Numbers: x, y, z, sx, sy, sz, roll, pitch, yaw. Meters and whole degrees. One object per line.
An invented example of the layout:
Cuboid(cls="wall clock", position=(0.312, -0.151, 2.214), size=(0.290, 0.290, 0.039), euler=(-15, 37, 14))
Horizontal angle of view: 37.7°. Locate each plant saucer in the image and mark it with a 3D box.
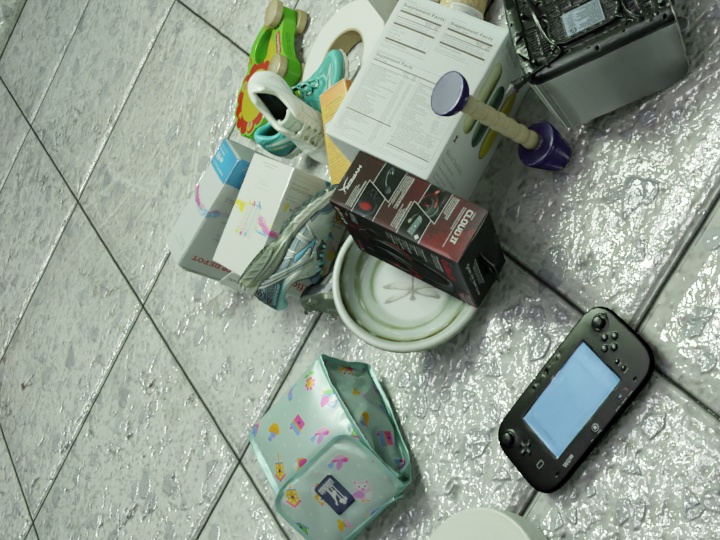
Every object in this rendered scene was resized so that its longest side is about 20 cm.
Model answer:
Cuboid(cls="plant saucer", position=(0.065, 0.014, 1.333), size=(0.198, 0.050, 0.202), euler=(-5, 66, 12))

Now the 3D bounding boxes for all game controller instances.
Cuboid(cls="game controller", position=(0.227, 0.138, 1.120), size=(0.201, 0.042, 0.105), euler=(-56, 39, 18))

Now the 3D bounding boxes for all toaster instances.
Cuboid(cls="toaster", position=(0.256, -0.278, 1.184), size=(0.199, 0.119, 0.182), euler=(-23, 54, 22))

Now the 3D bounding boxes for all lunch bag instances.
Cuboid(cls="lunch bag", position=(-0.032, 0.237, 1.337), size=(0.170, 0.121, 0.201), euler=(-46, 51, 24))

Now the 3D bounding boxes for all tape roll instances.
Cuboid(cls="tape roll", position=(0.132, 0.358, 1.129), size=(0.202, 0.037, 0.205), euler=(-27, 54, 42))
Cuboid(cls="tape roll", position=(-0.017, -0.319, 1.639), size=(0.202, 0.037, 0.205), euler=(-24, 57, 43))

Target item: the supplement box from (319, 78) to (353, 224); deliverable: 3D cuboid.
Cuboid(cls="supplement box", position=(-0.007, -0.166, 1.505), size=(0.069, 0.066, 0.202), euler=(-27, 64, 43))

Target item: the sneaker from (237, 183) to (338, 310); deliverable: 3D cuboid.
Cuboid(cls="sneaker", position=(-0.077, -0.032, 1.459), size=(0.200, 0.086, 0.078), euler=(-48, 9, 2))

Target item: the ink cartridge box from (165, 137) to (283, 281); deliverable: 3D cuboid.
Cuboid(cls="ink cartridge box", position=(-0.195, -0.086, 1.666), size=(0.201, 0.144, 0.085), euler=(-57, 39, 16))

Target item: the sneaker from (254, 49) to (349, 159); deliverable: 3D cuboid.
Cuboid(cls="sneaker", position=(-0.086, -0.252, 1.602), size=(0.200, 0.079, 0.078), euler=(-50, 42, 24))

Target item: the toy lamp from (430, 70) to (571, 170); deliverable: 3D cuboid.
Cuboid(cls="toy lamp", position=(0.166, -0.163, 1.203), size=(0.058, 0.199, 0.059), euler=(-25, 56, 44))

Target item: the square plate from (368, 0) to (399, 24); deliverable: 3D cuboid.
Cuboid(cls="square plate", position=(0.047, -0.464, 1.514), size=(0.028, 0.200, 0.200), euler=(3, 75, 25))

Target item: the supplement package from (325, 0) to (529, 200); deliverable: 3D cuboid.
Cuboid(cls="supplement package", position=(0.087, -0.198, 1.294), size=(0.150, 0.152, 0.201), euler=(27, 84, 24))

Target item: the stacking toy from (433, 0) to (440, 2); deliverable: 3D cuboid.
Cuboid(cls="stacking toy", position=(0.102, -0.425, 1.505), size=(0.109, 0.115, 0.202), euler=(23, 106, 45))

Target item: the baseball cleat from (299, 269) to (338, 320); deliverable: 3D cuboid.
Cuboid(cls="baseball cleat", position=(0.000, 0.000, 1.459), size=(0.199, 0.070, 0.107), euler=(-15, 56, 36))

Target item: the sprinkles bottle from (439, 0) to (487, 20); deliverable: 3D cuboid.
Cuboid(cls="sprinkles bottle", position=(0.130, -0.325, 1.433), size=(0.068, 0.068, 0.202), euler=(5, 78, 52))

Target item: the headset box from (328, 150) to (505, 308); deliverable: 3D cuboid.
Cuboid(cls="headset box", position=(0.078, -0.042, 1.243), size=(0.199, 0.149, 0.075), euler=(27, 78, 23))

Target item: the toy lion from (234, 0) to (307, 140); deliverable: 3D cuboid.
Cuboid(cls="toy lion", position=(-0.161, -0.332, 1.816), size=(0.192, 0.068, 0.202), euler=(-40, 45, 44))

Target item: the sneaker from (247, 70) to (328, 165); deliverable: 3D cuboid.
Cuboid(cls="sneaker", position=(-0.087, -0.211, 1.550), size=(0.071, 0.200, 0.080), euler=(-51, 12, 18))

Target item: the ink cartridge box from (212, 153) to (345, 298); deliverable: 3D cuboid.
Cuboid(cls="ink cartridge box", position=(-0.116, -0.050, 1.566), size=(0.125, 0.128, 0.202), euler=(24, 94, 53))
